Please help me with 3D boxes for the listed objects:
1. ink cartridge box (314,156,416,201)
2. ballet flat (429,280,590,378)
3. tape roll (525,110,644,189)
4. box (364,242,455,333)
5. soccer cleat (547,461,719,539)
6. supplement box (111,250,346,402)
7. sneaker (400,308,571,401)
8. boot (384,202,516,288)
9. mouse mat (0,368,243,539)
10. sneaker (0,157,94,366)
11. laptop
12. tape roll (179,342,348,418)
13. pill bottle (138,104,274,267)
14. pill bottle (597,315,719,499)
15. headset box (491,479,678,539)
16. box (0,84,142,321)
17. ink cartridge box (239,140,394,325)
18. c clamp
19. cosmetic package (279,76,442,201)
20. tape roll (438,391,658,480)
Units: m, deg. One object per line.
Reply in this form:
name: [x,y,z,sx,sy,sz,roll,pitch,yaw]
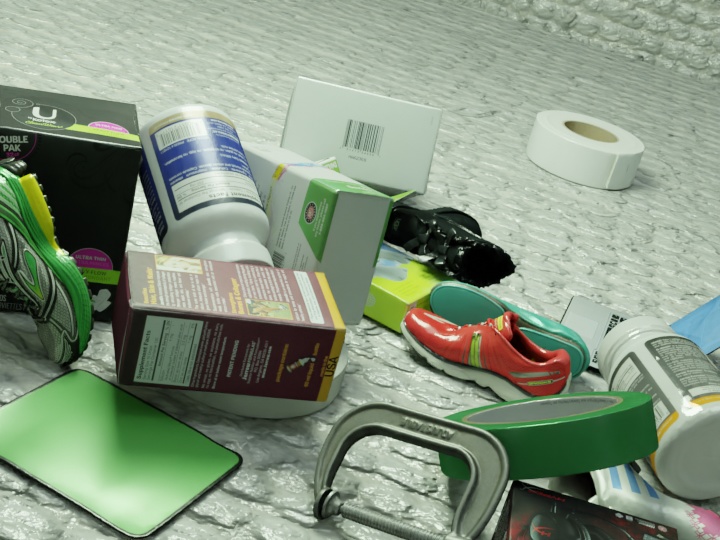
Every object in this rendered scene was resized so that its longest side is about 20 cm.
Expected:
ink cartridge box: [-0.055,-0.092,1.412,0.200,0.076,0.148,-14,9,32]
ballet flat: [0.173,0.069,1.347,0.200,0.067,0.070,25,11,13]
tape roll: [0.400,-0.217,2.059,0.202,0.071,0.202,13,24,-6]
box: [0.000,0.000,1.403,0.200,0.048,0.122,28,27,23]
soccer cleat: [0.255,0.232,1.052,0.086,0.070,0.200,-17,34,-32]
supplement box: [-0.127,0.052,1.085,0.200,0.086,0.110,7,26,-18]
sneaker: [0.142,0.078,1.273,0.200,0.085,0.077,24,25,18]
boot: [0.128,-0.029,1.455,0.198,0.073,0.162,10,12,-45]
mouse mat: [-0.221,0.153,1.003,0.200,0.008,0.161,26,27,19]
sneaker: [-0.318,0.002,1.076,0.078,0.200,0.085,-9,21,44]
laptop: [0.354,0.054,1.410,0.200,0.116,0.187,21,25,12]
tape roll: [-0.113,0.080,1.181,0.203,0.037,0.203,12,25,-6]
pill bottle: [-0.162,-0.065,1.208,0.116,0.116,0.200,-2,57,-32]
pill bottle: [0.330,0.138,1.218,0.116,0.117,0.200,8,26,-16]
headset box: [0.175,0.267,0.907,0.148,0.075,0.200,17,24,4]
box: [-0.312,-0.069,1.184,0.148,0.200,0.124,7,26,-18]
ink cartridge box: [-0.071,-0.043,1.255,0.084,0.145,0.200,4,17,-41]
c clamp: [0.036,0.192,0.963,0.200,0.027,0.171,18,65,33]
cosmetic package: [-0.008,-0.178,1.604,0.199,0.123,0.200,12,-1,-6]
tape roll: [0.170,0.150,1.063,0.200,0.048,0.200,-9,0,0]
